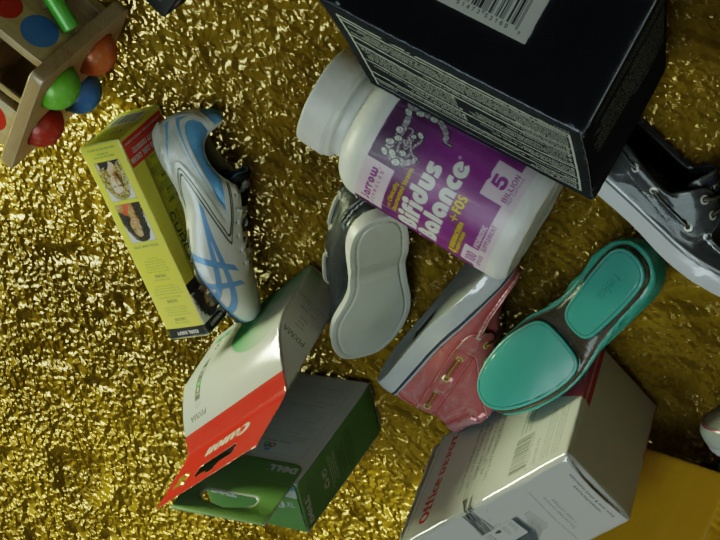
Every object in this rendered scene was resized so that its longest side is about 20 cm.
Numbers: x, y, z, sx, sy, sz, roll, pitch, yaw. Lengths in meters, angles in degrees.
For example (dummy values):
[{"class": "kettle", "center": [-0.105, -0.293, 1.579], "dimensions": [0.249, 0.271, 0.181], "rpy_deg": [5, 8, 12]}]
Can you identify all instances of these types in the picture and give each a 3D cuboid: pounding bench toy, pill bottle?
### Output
[{"class": "pounding bench toy", "center": [-0.280, -0.211, 1.357], "dimensions": [0.156, 0.124, 0.200], "rpy_deg": [38, 140, 2]}, {"class": "pill bottle", "center": [0.054, -0.088, 1.261], "dimensions": [0.199, 0.112, 0.113], "rpy_deg": [31, 132, 9]}]

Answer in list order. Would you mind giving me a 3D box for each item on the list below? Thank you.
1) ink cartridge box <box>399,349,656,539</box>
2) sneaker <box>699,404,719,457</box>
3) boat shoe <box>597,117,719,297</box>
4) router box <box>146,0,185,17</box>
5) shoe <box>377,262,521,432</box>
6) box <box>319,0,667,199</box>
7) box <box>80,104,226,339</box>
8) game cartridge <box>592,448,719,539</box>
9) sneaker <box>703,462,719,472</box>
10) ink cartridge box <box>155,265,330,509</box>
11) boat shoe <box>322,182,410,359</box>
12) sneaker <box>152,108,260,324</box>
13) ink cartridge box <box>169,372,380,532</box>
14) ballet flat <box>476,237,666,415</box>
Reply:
[{"class": "ink cartridge box", "center": [0.139, 0.172, 1.354], "dimensions": [0.085, 0.146, 0.199], "rpy_deg": [45, 128, -15]}, {"class": "sneaker", "center": [0.325, 0.067, 1.233], "dimensions": [0.088, 0.081, 0.200], "rpy_deg": [46, 127, 1]}, {"class": "boat shoe", "center": [0.241, -0.057, 1.204], "dimensions": [0.200, 0.070, 0.066], "rpy_deg": [43, 135, 9]}, {"class": "router box", "center": [-0.158, -0.323, 1.269], "dimensions": [0.157, 0.052, 0.200], "rpy_deg": [42, 133, -1]}, {"class": "shoe", "center": [0.099, 0.059, 1.371], "dimensions": [0.091, 0.072, 0.200], "rpy_deg": [34, 132, -6]}, {"class": "box", "center": [0.098, -0.163, 1.109], "dimensions": [0.199, 0.124, 0.198], "rpy_deg": [29, 176, 13]}, {"class": "box", "center": [-0.176, -0.042, 1.464], "dimensions": [0.050, 0.075, 0.201], "rpy_deg": [-8, 115, 33]}, {"class": "game cartridge", "center": [0.210, 0.242, 1.316], "dimensions": [0.032, 0.201, 0.176], "rpy_deg": [35, 170, -28]}, {"class": "sneaker", "center": [0.339, 0.178, 1.310], "dimensions": [0.086, 0.078, 0.200], "rpy_deg": [35, 141, -12]}, {"class": "ink cartridge box", "center": [-0.111, 0.102, 1.435], "dimensions": [0.050, 0.200, 0.161], "rpy_deg": [44, 133, -11]}, {"class": "boat shoe", "center": [0.000, 0.000, 1.391], "dimensions": [0.201, 0.073, 0.061], "rpy_deg": [90, 159, -52]}, {"class": "sneaker", "center": [-0.121, -0.046, 1.425], "dimensions": [0.072, 0.072, 0.202], "rpy_deg": [-15, 110, 9]}, {"class": "ink cartridge box", "center": [-0.073, 0.176, 1.463], "dimensions": [0.103, 0.200, 0.060], "rpy_deg": [7, 127, 28]}, {"class": "ballet flat", "center": [0.176, 0.047, 1.302], "dimensions": [0.200, 0.070, 0.068], "rpy_deg": [-47, 70, 32]}]
